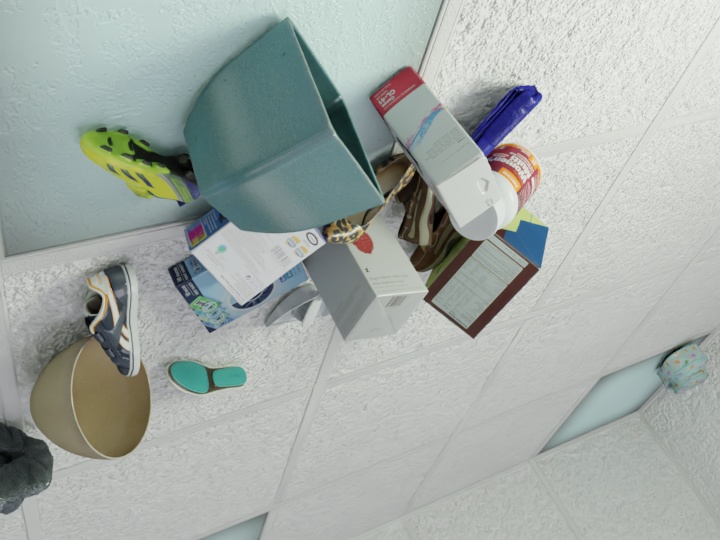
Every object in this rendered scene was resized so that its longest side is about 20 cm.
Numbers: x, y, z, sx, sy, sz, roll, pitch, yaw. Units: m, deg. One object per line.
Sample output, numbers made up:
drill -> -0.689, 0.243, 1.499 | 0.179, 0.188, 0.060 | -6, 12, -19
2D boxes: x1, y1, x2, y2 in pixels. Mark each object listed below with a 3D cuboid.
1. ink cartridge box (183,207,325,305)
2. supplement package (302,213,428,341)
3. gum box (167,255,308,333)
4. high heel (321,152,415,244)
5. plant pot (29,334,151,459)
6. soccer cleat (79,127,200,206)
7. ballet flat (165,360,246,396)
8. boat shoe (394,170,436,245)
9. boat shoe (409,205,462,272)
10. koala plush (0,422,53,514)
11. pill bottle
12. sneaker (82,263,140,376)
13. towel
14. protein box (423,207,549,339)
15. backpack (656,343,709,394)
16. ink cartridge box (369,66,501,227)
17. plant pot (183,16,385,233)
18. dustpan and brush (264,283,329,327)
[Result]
ink cartridge box -> -0.147, -0.062, 1.247 | 0.199, 0.077, 0.137 | -35, 128, 3
supplement package -> 0.000, 0.000, 1.398 | 0.120, 0.201, 0.120 | -5, 142, -39
gum box -> -0.200, 0.007, 1.379 | 0.199, 0.045, 0.170 | -29, 150, -6
high heel -> 0.014, -0.123, 1.319 | 0.143, 0.071, 0.200 | -50, 174, 39
plant pot -> -0.453, 0.210, 1.331 | 0.133, 0.203, 0.200 | -10, 157, 20
soccer cleat -> -0.287, -0.126, 1.077 | 0.084, 0.065, 0.199 | -42, 150, 23
ballet flat -> -0.307, 0.214, 1.583 | 0.069, 0.070, 0.199 | -46, 149, 24
boat shoe -> 0.095, -0.128, 1.428 | 0.074, 0.075, 0.204 | 6, 128, 5
boat shoe -> 0.146, -0.077, 1.567 | 0.073, 0.076, 0.200 | 24, 133, -18
koala plush -> -0.644, 0.378, 1.402 | 0.200, 0.178, 0.183 | -48, 157, 20
pill bottle -> 0.235, -0.138, 1.428 | 0.200, 0.109, 0.110 | -45, 168, -47
sneaker -> -0.387, 0.083, 1.271 | 0.079, 0.078, 0.202 | -11, 125, -28
towel -> 0.217, -0.232, 1.376 | 0.200, 0.050, 0.148 | -45, -179, 22
protein box -> 0.242, -0.016, 1.579 | 0.200, 0.134, 0.199 | -51, -177, 31
backpack -> 1.291, 0.389, 3.263 | 0.174, 0.154, 0.201 | -21, 143, -7
ink cartridge box -> 0.113, -0.184, 1.227 | 0.085, 0.201, 0.148 | -34, 150, 5
plant pot -> -0.113, -0.160, 1.075 | 0.198, 0.198, 0.196 | -26, 152, 11
dustpan and brush -> -0.086, 0.055, 1.544 | 0.138, 0.058, 0.201 | -9, 143, -35
